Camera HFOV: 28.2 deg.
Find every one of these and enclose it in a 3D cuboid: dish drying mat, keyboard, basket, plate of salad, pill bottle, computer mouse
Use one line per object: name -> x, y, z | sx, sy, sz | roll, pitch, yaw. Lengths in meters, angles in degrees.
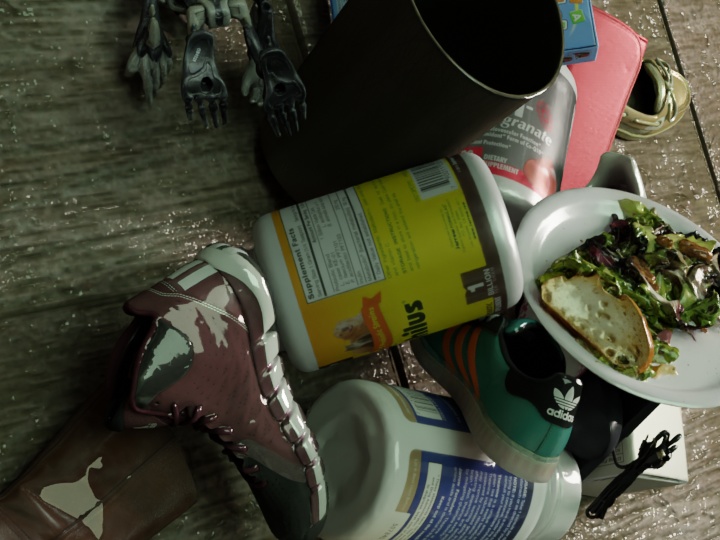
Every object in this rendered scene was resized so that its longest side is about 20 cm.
dish drying mat -> 0.190, -0.120, 1.233 | 0.077, 0.018, 0.201 | 22, 87, -32
keyboard -> 0.189, 0.119, 1.067 | 0.021, 0.200, 0.127 | 15, 46, -19
basket -> 0.027, -0.131, 1.002 | 0.136, 0.200, 0.181 | 26, 45, -22
plate of salad -> 0.202, 0.009, 0.997 | 0.199, 0.048, 0.201 | 13, 45, -13
pill bottle -> 0.000, 0.000, 0.954 | 0.199, 0.109, 0.110 | -18, 87, -1
computer mouse -> 0.150, 0.074, 1.110 | 0.034, 0.059, 0.200 | 13, 26, -22
pill bottle -> 0.114, -0.114, 1.155 | 0.111, 0.110, 0.201 | 33, 55, -30
pill bottle -> 0.060, 0.145, 1.013 | 0.199, 0.111, 0.112 | 15, 66, -38

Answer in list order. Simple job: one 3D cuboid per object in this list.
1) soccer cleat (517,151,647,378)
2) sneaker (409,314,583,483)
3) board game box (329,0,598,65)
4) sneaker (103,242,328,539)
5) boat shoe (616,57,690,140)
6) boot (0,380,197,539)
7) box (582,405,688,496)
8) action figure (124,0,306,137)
soccer cleat -> 0.164, -0.007, 1.084 | 0.087, 0.070, 0.200 | 76, 34, -47
sneaker -> 0.097, 0.059, 0.985 | 0.071, 0.080, 0.200 | 19, 19, -29
board game box -> 0.074, -0.223, 1.117 | 0.037, 0.199, 0.152 | 64, 19, -75
sneaker -> -0.097, 0.093, 0.869 | 0.115, 0.076, 0.201 | -26, 107, -33
boat shoe -> 0.252, -0.166, 1.332 | 0.200, 0.063, 0.074 | 0, 75, -42
boot -> -0.149, 0.183, 0.849 | 0.200, 0.064, 0.187 | -43, 108, -47
box -> 0.203, 0.079, 1.181 | 0.078, 0.095, 0.201 | 14, 68, -41
action figure -> -0.104, -0.157, 0.977 | 0.118, 0.102, 0.200 | -4, 35, -16
